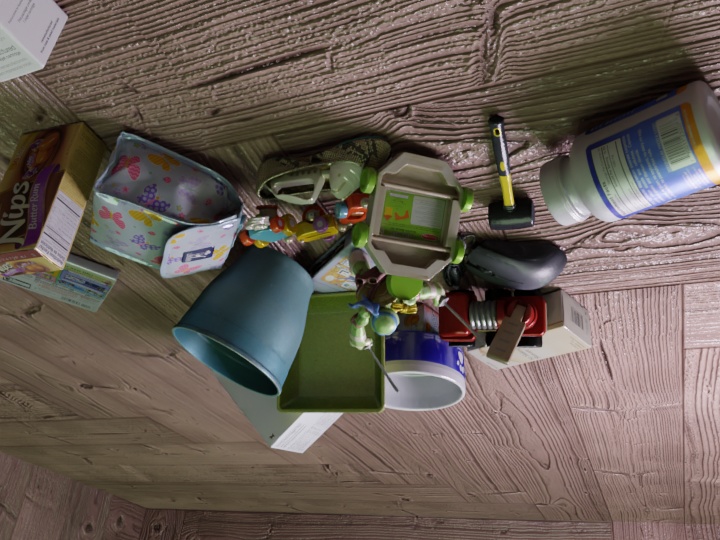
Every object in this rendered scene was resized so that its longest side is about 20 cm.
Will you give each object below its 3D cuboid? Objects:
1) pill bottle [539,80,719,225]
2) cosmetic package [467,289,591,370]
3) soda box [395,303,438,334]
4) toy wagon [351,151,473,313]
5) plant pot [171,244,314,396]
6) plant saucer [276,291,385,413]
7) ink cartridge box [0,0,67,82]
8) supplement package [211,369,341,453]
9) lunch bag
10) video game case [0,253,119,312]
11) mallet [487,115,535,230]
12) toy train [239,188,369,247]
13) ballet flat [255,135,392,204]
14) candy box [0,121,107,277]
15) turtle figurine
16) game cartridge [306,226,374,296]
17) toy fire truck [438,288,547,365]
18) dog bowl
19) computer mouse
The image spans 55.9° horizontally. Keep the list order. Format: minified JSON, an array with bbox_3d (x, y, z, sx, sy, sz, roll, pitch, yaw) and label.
[{"bbox_3d":[0.313,-0.123,0.783,0.111,0.114,0.198,31,143,-35],"label":"pill bottle"},{"bbox_3d":[0.299,0.110,1.218,0.103,0.074,0.198,31,141,-35],"label":"cosmetic package"},{"bbox_3d":[0.062,0.129,1.302,0.198,0.070,0.063,-21,141,37],"label":"soda box"},{"bbox_3d":[0.064,-0.047,0.885,0.152,0.204,0.039,8,-178,-20],"label":"toy wagon"},{"bbox_3d":[-0.174,0.071,1.112,0.197,0.190,0.201,23,155,12],"label":"plant pot"},{"bbox_3d":[-0.045,0.143,1.175,0.196,0.204,0.048,-4,167,19],"label":"plant saucer"},{"bbox_3d":[-0.431,-0.291,0.690,0.142,0.085,0.200,-7,146,24],"label":"ink cartridge box"},{"bbox_3d":[-0.148,0.228,1.319,0.191,0.147,0.200,45,176,21],"label":"supplement package"},{"bbox_3d":[-0.273,-0.075,0.968,0.197,0.129,0.170,22,150,-15],"label":"lunch bag"},{"bbox_3d":[-0.576,0.008,1.287,0.197,0.022,0.182,23,146,-24],"label":"video game case"},{"bbox_3d":[0.199,-0.123,0.888,0.064,0.042,0.201,2,145,12],"label":"mallet"},{"bbox_3d":[-0.075,-0.084,0.965,0.196,0.057,0.150,-7,166,-20],"label":"toy train"},{"bbox_3d":[-0.052,-0.122,0.900,0.196,0.076,0.068,-7,143,22],"label":"ballet flat"},{"bbox_3d":[-0.425,-0.095,0.902,0.114,0.203,0.057,-5,148,21],"label":"candy box"},{"bbox_3d":[0.049,0.054,0.992,0.198,0.196,0.145,25,121,-23],"label":"turtle figurine"},{"bbox_3d":[0.000,0.000,1.135,0.131,0.042,0.200,25,145,-20],"label":"game cartridge"},{"bbox_3d":[0.202,0.086,1.075,0.173,0.132,0.200,-1,170,19],"label":"toy fire truck"},{"bbox_3d":[0.094,0.187,1.248,0.196,0.080,0.201,3,150,2],"label":"dog bowl"},{"bbox_3d":[0.224,-0.002,1.065,0.196,0.054,0.139,2,148,9],"label":"computer mouse"}]
